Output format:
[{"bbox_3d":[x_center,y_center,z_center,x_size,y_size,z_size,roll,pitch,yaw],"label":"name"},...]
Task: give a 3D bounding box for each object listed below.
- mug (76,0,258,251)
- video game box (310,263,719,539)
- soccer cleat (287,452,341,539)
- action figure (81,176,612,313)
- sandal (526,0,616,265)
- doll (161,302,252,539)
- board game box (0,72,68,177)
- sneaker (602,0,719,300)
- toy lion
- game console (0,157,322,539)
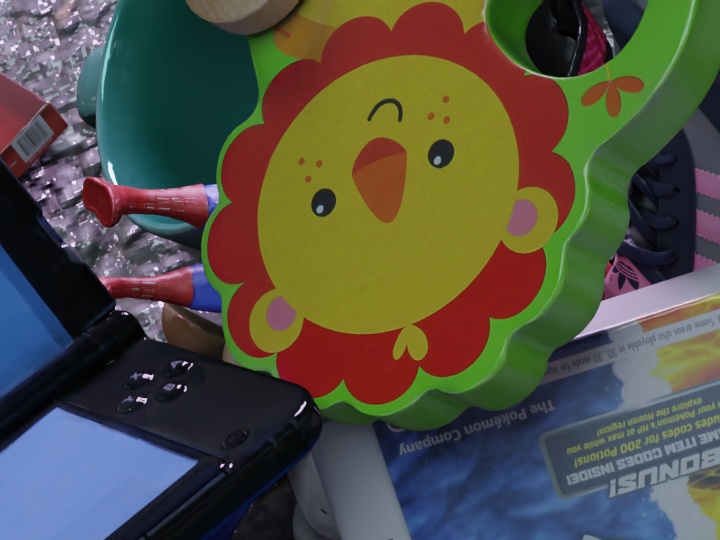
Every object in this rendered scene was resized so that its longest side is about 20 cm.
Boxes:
[{"bbox_3d":[-0.020,-0.079,1.092,0.152,0.114,0.185,-62,35,16],"label":"mug"},{"bbox_3d":[0.102,0.100,0.940,0.200,0.047,0.182,-18,102,8],"label":"video game box"},{"bbox_3d":[0.022,0.082,1.031,0.200,0.069,0.085,30,82,33],"label":"soccer cleat"},{"bbox_3d":[0.000,0.000,1.004,0.200,0.065,0.052,1,20,-24],"label":"action figure"},{"bbox_3d":[0.067,-0.082,1.117,0.075,0.045,0.200,-19,57,6],"label":"sandal"},{"bbox_3d":[-0.092,0.114,1.035,0.136,0.048,0.200,30,92,46],"label":"doll"},{"bbox_3d":[-0.219,-0.066,1.196,0.103,0.019,0.200,-47,48,-13],"label":"board game box"},{"bbox_3d":[0.114,-0.019,0.975,0.082,0.200,0.070,-34,37,-2],"label":"sneaker"},{"bbox_3d":[0.032,-0.052,0.903,0.200,0.069,0.192,-28,62,24],"label":"toy lion"},{"bbox_3d":[-0.145,0.046,0.870,0.200,0.118,0.171,-39,30,-25],"label":"game console"}]
